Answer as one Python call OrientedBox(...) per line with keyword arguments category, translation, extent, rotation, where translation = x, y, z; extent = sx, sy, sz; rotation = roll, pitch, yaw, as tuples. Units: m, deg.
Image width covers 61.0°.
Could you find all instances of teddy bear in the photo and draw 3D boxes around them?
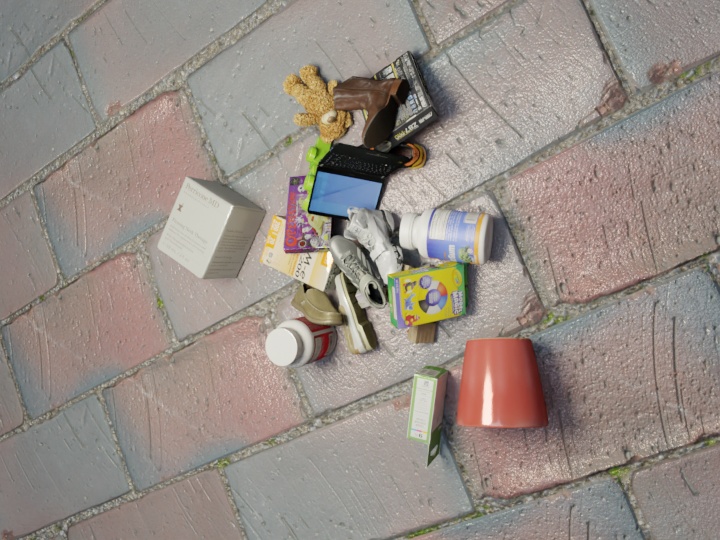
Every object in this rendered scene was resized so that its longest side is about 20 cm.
OrientedBox(category="teddy bear", translation=(-0.105, -0.413, 1.492), extent=(0.142, 0.067, 0.204), rotation=(-15, 77, -16))

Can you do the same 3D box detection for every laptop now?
OrientedBox(category="laptop", translation=(-0.010, -0.192, 1.386), extent=(0.173, 0.199, 0.106), rotation=(7, 77, -22))

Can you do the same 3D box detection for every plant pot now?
OrientedBox(category="plant pot", translation=(0.299, 0.238, 1.306), extent=(0.196, 0.200, 0.182), rotation=(-4, 80, 22))

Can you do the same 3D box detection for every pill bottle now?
OrientedBox(category="pill bottle", translation=(0.192, -0.079, 1.372), extent=(0.195, 0.112, 0.115), rotation=(7, 94, 22))
OrientedBox(category="pill bottle", translation=(-0.143, 0.170, 1.470), extent=(0.110, 0.199, 0.115), rotation=(1, 92, 22))

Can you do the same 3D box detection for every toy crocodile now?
OrientedBox(category="toy crocodile", translation=(-0.105, -0.234, 1.482), extent=(0.062, 0.066, 0.204), rotation=(-36, 44, 54))

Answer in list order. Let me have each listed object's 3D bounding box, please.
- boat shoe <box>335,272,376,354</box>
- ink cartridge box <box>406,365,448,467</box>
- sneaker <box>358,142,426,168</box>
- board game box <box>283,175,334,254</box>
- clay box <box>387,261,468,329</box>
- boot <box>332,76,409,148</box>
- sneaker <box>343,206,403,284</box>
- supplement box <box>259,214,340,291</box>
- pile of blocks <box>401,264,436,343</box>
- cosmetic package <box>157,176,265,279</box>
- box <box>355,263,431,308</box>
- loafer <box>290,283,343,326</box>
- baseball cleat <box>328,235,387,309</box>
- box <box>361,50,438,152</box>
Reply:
OrientedBox(category="boat shoe", translation=(-0.028, 0.106, 1.489), extent=(0.067, 0.074, 0.204), rotation=(-24, 78, 24))
OrientedBox(category="ink cartridge box", translation=(0.152, 0.332, 1.407), extent=(0.058, 0.103, 0.205), rotation=(7, 95, 21))
OrientedBox(category="sneaker", translation=(0.052, -0.273, 1.434), extent=(0.195, 0.090, 0.072), rotation=(2, 93, 22))
OrientedBox(category="board game box", translation=(-0.122, -0.140, 1.490), extent=(0.117, 0.032, 0.205), rotation=(-5, 66, 14))
OrientedBox(category="clay box", translation=(0.160, 0.051, 1.355), extent=(0.195, 0.048, 0.118), rotation=(-11, 105, -17))
OrientedBox(category="boot", translation=(-0.006, -0.360, 1.375), extent=(0.197, 0.064, 0.188), rotation=(18, 67, 39))
OrientedBox(category="sneaker", translation=(0.026, -0.061, 1.389), extent=(0.075, 0.113, 0.204), rotation=(-47, 42, 44))
OrientedBox(category="supplement box", translation=(-0.141, -0.045, 1.530), extent=(0.197, 0.073, 0.129), rotation=(23, 100, 20))
OrientedBox(category="pile of blocks", translation=(0.123, 0.074, 1.418), extent=(0.062, 0.081, 0.204), rotation=(16, 124, 54))
OrientedBox(category="cosmetic package", translation=(-0.382, -0.108, 1.578), extent=(0.165, 0.166, 0.203), rotation=(30, 101, 18))
OrientedBox(category="box", translation=(0.082, 0.038, 1.454), extent=(0.196, 0.042, 0.039), rotation=(-20, 111, 21))
OrientedBox(category="loafer", translation=(-0.107, 0.081, 1.484), extent=(0.198, 0.075, 0.069), rotation=(23, 103, 49))
OrientedBox(category="baseball cleat", translation=(0.000, 0.000, 1.394), extent=(0.069, 0.106, 0.201), rotation=(-40, 92, -3))
OrientedBox(category="box", translation=(0.078, -0.385, 1.397), extent=(0.159, 0.049, 0.203), rotation=(-29, 53, 19))
